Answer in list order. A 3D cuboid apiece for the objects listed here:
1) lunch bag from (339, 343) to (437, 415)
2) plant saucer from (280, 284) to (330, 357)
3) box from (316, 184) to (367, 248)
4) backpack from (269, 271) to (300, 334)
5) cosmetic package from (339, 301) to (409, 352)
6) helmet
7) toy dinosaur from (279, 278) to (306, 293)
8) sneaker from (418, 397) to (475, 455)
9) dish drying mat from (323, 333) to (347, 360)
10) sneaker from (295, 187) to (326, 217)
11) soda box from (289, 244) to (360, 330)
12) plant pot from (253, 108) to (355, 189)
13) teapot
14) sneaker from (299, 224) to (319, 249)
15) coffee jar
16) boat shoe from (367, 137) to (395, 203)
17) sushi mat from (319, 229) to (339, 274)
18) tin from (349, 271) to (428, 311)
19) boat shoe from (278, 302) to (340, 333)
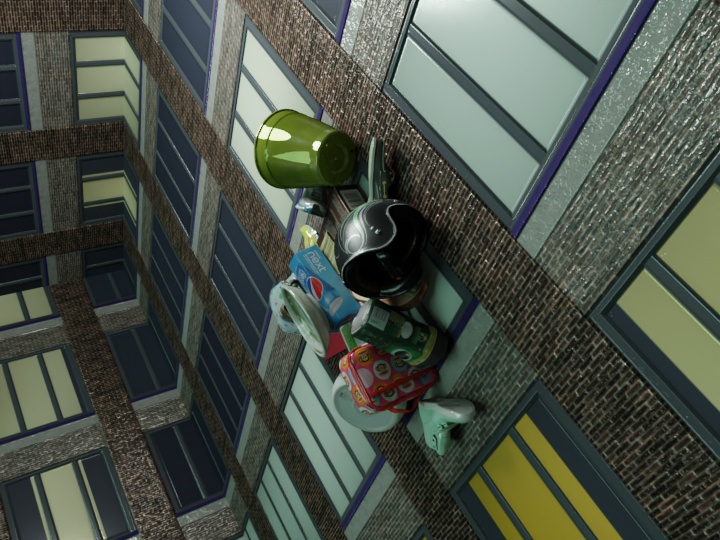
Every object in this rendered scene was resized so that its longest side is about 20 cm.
[{"bbox_3d":[0.068,0.239,1.473,0.176,0.200,0.082,63,148,14],"label":"lunch bag"},{"bbox_3d":[-0.121,0.112,1.573,0.200,0.050,0.200,51,160,26],"label":"plant saucer"},{"bbox_3d":[-0.040,-0.105,1.619,0.100,0.075,0.200,61,145,31],"label":"box"},{"bbox_3d":[-0.165,0.092,1.834,0.176,0.153,0.200,63,151,5],"label":"backpack"},{"bbox_3d":[0.034,0.134,1.594,0.108,0.085,0.200,65,148,23],"label":"cosmetic package"},{"bbox_3d":[0.043,-0.055,1.387,0.191,0.200,0.200,-84,11,-45],"label":"helmet"},{"bbox_3d":[-0.151,0.044,1.679,0.088,0.200,0.048,18,84,33],"label":"toy dinosaur"},{"bbox_3d":[0.197,0.344,1.428,0.200,0.074,0.118,161,100,-69],"label":"sneaker"},{"bbox_3d":[-0.072,0.198,1.857,0.200,0.018,0.077,-38,70,58],"label":"dish drying mat"},{"bbox_3d":[-0.118,-0.190,1.663,0.200,0.075,0.087,-122,54,-73],"label":"sneaker"},{"bbox_3d":[-0.087,0.040,1.577,0.200,0.068,0.064,54,147,17],"label":"soda box"},{"bbox_3d":[-0.121,-0.282,1.587,0.193,0.200,0.201,19,119,41],"label":"plant pot"},{"bbox_3d":[0.032,0.291,1.613,0.200,0.146,0.198,-11,118,28],"label":"teapot"},{"bbox_3d":[-0.122,-0.037,1.745,0.200,0.090,0.078,57,-177,28],"label":"sneaker"},{"bbox_3d":[0.086,0.140,1.420,0.104,0.200,0.085,-43,22,59],"label":"coffee jar"},{"bbox_3d":[0.047,-0.196,1.462,0.072,0.060,0.202,-87,-1,-69],"label":"boat shoe"},{"bbox_3d":[-0.080,-0.009,1.613,0.096,0.012,0.200,55,150,16],"label":"sushi mat"},{"bbox_3d":[0.062,0.032,1.468,0.200,0.112,0.042,9,153,41],"label":"tin"},{"bbox_3d":[-0.113,0.120,1.695,0.072,0.200,0.072,120,155,-74],"label":"boat shoe"}]
